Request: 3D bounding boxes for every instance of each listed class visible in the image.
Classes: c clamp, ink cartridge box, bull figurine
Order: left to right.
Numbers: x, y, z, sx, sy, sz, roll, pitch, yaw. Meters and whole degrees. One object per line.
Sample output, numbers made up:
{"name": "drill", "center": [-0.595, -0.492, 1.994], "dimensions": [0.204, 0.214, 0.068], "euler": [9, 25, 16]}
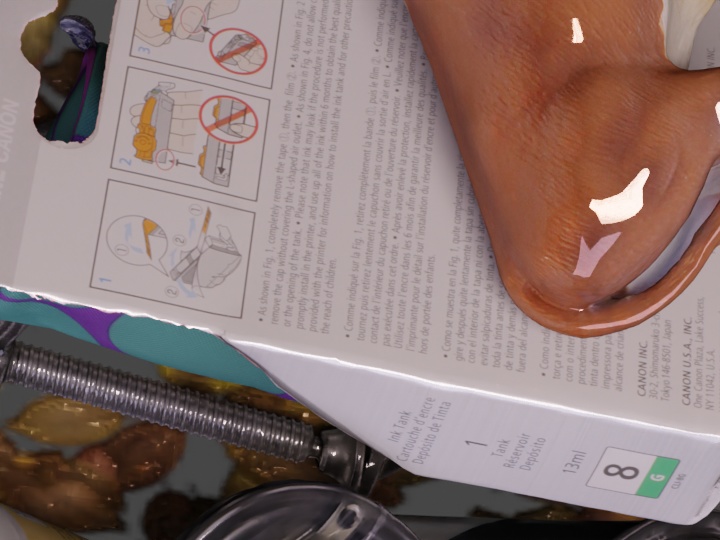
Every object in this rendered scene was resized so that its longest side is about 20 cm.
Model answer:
{"name": "c clamp", "center": [-0.055, 0.023, 0.918], "dimensions": [0.200, 0.027, 0.171], "euler": [12, 129, -6]}
{"name": "ink cartridge box", "center": [0.000, -0.028, 0.763], "dimensions": [0.200, 0.161, 0.050], "euler": [10, 142, -6]}
{"name": "bull figurine", "center": [0.052, -0.084, 0.726], "dimensions": [0.121, 0.200, 0.065], "euler": [-20, 167, 4]}

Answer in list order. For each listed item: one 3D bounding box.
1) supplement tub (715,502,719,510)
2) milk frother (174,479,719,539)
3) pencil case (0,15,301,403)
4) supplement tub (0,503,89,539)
{"name": "supplement tub", "center": [0.205, 0.126, 0.899], "dimensions": [0.200, 0.145, 0.145], "euler": [36, 128, -10]}
{"name": "milk frother", "center": [-0.007, 0.112, 0.810], "dimensions": [0.188, 0.181, 0.200], "euler": [-5, 127, 52]}
{"name": "pencil case", "center": [0.000, 0.000, 0.826], "dimensions": [0.200, 0.092, 0.085], "euler": [17, 100, -8]}
{"name": "supplement tub", "center": [-0.113, 0.151, 0.936], "dimensions": [0.200, 0.146, 0.145], "euler": [28, 131, -37]}
